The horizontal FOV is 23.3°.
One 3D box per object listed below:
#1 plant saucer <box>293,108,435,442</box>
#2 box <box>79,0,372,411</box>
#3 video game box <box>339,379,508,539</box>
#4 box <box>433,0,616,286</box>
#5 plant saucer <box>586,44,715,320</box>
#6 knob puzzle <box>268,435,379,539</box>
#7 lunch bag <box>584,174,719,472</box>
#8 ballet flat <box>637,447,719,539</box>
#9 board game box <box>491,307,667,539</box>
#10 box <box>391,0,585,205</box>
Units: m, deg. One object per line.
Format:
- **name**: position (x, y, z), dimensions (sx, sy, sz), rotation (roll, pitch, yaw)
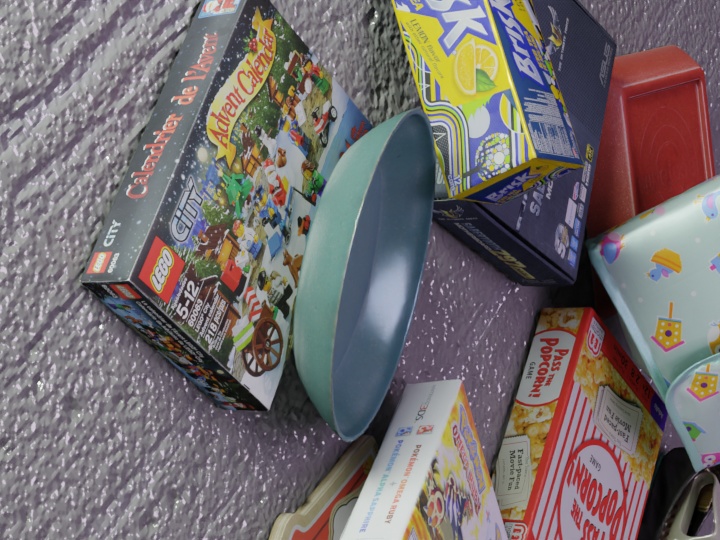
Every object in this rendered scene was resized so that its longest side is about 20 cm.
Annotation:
- **plant saucer**: position (0.000, 0.000, 1.034), dimensions (0.200, 0.036, 0.201), rotation (12, 90, -76)
- **box**: position (-0.069, -0.041, 0.985), dimensions (0.137, 0.038, 0.201), rotation (47, 52, -43)
- **video game box**: position (0.051, 0.200, 1.087), dimensions (0.182, 0.047, 0.201), rotation (-66, 143, -58)
- **box**: position (0.112, -0.109, 1.231), dimensions (0.158, 0.051, 0.201), rotation (34, 61, -47)
- **plant saucer**: position (0.242, -0.077, 1.423), dimensions (0.199, 0.037, 0.201), rotation (-19, 105, -53)
- **knob puzzle**: position (-0.005, 0.230, 1.068), dimensions (0.219, 0.030, 0.221), rotation (3, 86, -54)
- **lunch bag**: position (0.281, 0.033, 1.296), dimensions (0.201, 0.170, 0.122), rotation (64, 7, 1)
- **ballet flat**: position (0.246, 0.220, 1.386), dimensions (0.068, 0.068, 0.200), rotation (58, 46, -36)
- **board game box**: position (0.158, 0.152, 1.285), dimensions (0.152, 0.046, 0.201), rotation (47, 52, -42)
- **box**: position (0.072, -0.148, 1.113), dimensions (0.064, 0.070, 0.201), rotation (6, 65, -54)
